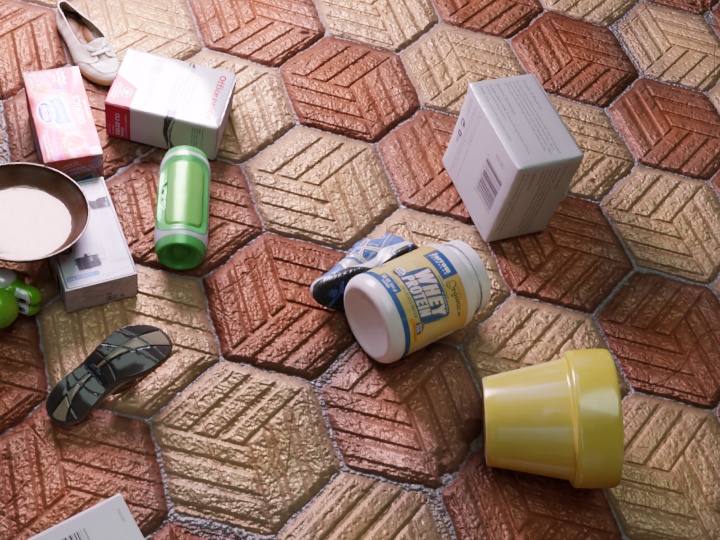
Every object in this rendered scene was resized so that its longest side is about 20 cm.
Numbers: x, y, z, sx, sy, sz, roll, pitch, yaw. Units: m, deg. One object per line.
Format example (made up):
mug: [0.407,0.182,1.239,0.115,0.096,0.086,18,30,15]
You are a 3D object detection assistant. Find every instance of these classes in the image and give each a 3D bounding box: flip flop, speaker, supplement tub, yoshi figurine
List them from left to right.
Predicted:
yoshi figurine: [-0.572,0.025,1.426,0.198,0.113,0.113,20,69,-1]
flip flop: [-0.362,0.152,1.412,0.200,0.058,0.081,-41,76,-16]
speaker: [-0.288,-0.104,1.585,0.088,0.089,0.201,3,55,-10]
supplement tub: [0.090,0.044,1.527,0.199,0.145,0.145,-24,63,-26]

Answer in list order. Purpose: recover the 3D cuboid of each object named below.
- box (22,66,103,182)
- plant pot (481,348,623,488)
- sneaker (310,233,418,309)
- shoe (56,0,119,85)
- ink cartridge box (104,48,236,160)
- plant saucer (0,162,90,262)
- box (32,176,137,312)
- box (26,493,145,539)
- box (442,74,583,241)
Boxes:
box: [-0.491,-0.228,1.617,0.094,0.103,0.201,-12,60,-19]
plant pot: [0.274,0.219,1.430,0.187,0.201,0.202,-3,55,5]
sneaker: [0.000,0.000,1.595,0.199,0.076,0.077,-24,41,-26]
shoe: [-0.499,-0.413,1.773,0.070,0.054,0.200,-28,65,-28]
ink cartridge box: [-0.329,-0.291,1.706,0.198,0.084,0.145,13,53,-2]
plant saucer: [-0.508,-0.080,1.463,0.199,0.037,0.202,9,49,-11]
box: [-0.431,-0.043,1.525,0.116,0.060,0.201,-14,59,-21]
box: [-0.336,0.418,1.180,0.198,0.131,0.201,-24,64,-26]
box: [0.257,-0.194,1.688,0.130,0.200,0.201,-12,58,-21]
